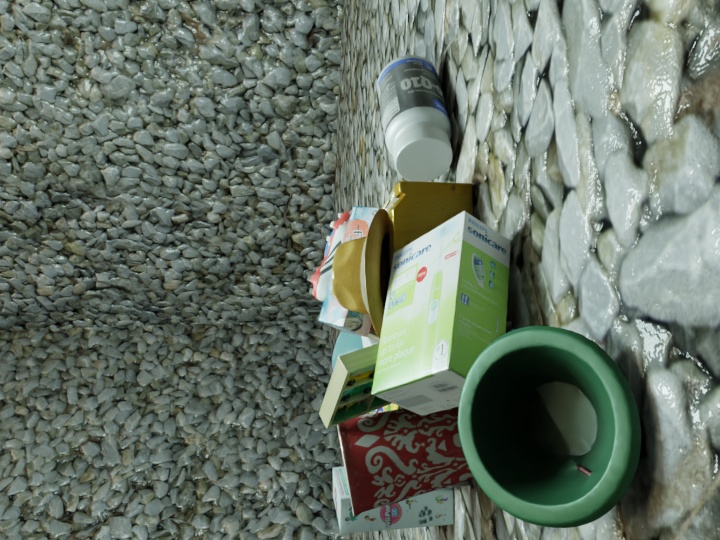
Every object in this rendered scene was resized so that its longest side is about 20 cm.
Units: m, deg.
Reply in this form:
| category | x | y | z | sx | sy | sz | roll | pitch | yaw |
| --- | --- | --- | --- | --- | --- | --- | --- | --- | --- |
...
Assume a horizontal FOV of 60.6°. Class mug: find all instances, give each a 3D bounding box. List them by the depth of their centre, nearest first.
| category | x | y | z | sx | sy | sz | roll | pitch | yaw |
| --- | --- | --- | --- | --- | --- | --- | --- | --- | --- |
| mug | 0.071 | 0.263 | 0.897 | 0.178 | 0.195 | 0.137 | 91 | 167 | -71 |

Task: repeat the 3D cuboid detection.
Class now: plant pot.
| category | x | y | z | sx | sy | sz | roll | pitch | yaw |
| --- | --- | --- | --- | --- | --- | --- | --- | --- | --- |
| plant pot | 0.014 | 0.190 | 1.344 | 0.200 | 0.132 | 0.205 | 13 | -90 | -76 |

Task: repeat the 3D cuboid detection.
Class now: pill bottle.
| category | x | y | z | sx | sy | sz | roll | pitch | yaw |
| --- | --- | --- | --- | --- | --- | --- | --- | --- | --- |
| pill bottle | 0.091 | -0.253 | 1.031 | 0.115 | 0.111 | 0.204 | 99 | 167 | -53 |

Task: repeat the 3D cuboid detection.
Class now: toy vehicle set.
| category | x | y | z | sx | sy | sz | roll | pitch | yaw |
| --- | --- | --- | --- | --- | --- | --- | --- | --- | --- |
| toy vehicle set | 0.043 | 0.141 | 0.851 | 0.027 | 0.196 | 0.126 | 52 | 142 | 33 |

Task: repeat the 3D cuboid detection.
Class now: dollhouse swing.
| category | x | y | z | sx | sy | sz | roll | pitch | yaw |
| --- | --- | --- | --- | --- | --- | --- | --- | --- | --- |
| dollhouse swing | 0.087 | -0.024 | 0.955 | 0.175 | 0.178 | 0.206 | 1 | 92 | 63 |

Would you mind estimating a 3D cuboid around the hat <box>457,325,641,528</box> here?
| category | x | y | z | sx | sy | sz | roll | pitch | yaw |
| --- | --- | --- | --- | --- | --- | --- | --- | --- | --- |
| hat | 0.203 | 0.147 | 0.598 | 0.197 | 0.174 | 0.170 | -13 | 73 | 44 |

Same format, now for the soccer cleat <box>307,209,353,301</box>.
| category | x | y | z | sx | sy | sz | roll | pitch | yaw |
| --- | --- | --- | --- | --- | --- | --- | --- | --- | --- |
| soccer cleat | -0.028 | -0.026 | 1.110 | 0.069 | 0.083 | 0.203 | 86 | -159 | -50 |

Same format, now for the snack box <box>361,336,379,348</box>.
| category | x | y | z | sx | sy | sz | roll | pitch | yaw |
| --- | --- | --- | --- | --- | --- | --- | --- | --- | --- |
| snack box | 0.028 | 0.177 | 1.119 | 0.072 | 0.024 | 0.203 | -118 | 14 | -48 |

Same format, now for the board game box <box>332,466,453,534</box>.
| category | x | y | z | sx | sy | sz | roll | pitch | yaw |
| --- | --- | --- | --- | --- | --- | --- | --- | --- | --- |
| board game box | 0.053 | 0.399 | 1.099 | 0.147 | 0.195 | 0.066 | -163 | 72 | -82 |

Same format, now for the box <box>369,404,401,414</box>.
| category | x | y | z | sx | sy | sz | roll | pitch | yaw |
| --- | --- | --- | --- | --- | --- | --- | --- | --- | --- |
| box | 0.076 | 0.178 | 0.988 | 0.064 | 0.069 | 0.204 | 42 | 124 | 49 |

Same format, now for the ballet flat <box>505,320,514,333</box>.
| category | x | y | z | sx | sy | sz | roll | pitch | yaw |
| --- | --- | --- | --- | --- | --- | --- | --- | --- | --- |
| ballet flat | 0.142 | 0.108 | 0.809 | 0.067 | 0.068 | 0.202 | 43 | 151 | 20 |

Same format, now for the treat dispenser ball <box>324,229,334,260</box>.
| category | x | y | z | sx | sy | sz | roll | pitch | yaw |
| --- | --- | --- | --- | --- | --- | --- | --- | --- | --- |
| treat dispenser ball | 0.022 | -0.022 | 1.273 | 0.201 | 0.195 | 0.207 | 179 | 90 | -82 |

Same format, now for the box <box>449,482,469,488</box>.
| category | x | y | z | sx | sy | sz | roll | pitch | yaw |
| --- | --- | --- | --- | --- | --- | --- | --- | --- | --- |
| box | 0.113 | 0.247 | 1.027 | 0.155 | 0.040 | 0.205 | -23 | 66 | 59 |

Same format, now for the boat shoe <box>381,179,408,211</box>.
| category | x | y | z | sx | sy | sz | roll | pitch | yaw |
| --- | --- | --- | --- | --- | --- | --- | --- | --- | --- |
| boat shoe | 0.050 | -0.073 | 1.109 | 0.201 | 0.072 | 0.064 | -53 | 53 | 39 |

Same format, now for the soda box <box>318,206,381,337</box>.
| category | x | y | z | sx | sy | sz | roll | pitch | yaw |
| --- | --- | --- | --- | --- | --- | --- | --- | --- | --- |
| soda box | 0.000 | 0.000 | 1.014 | 0.063 | 0.068 | 0.205 | 8 | 78 | 43 |

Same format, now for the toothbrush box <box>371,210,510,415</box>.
| category | x | y | z | sx | sy | sz | roll | pitch | yaw |
| --- | --- | --- | --- | --- | --- | --- | --- | --- | --- |
| toothbrush box | 0.099 | 0.055 | 0.749 | 0.145 | 0.085 | 0.204 | -30 | 40 | 50 |

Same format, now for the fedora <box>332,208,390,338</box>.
| category | x | y | z | sx | sy | sz | roll | pitch | yaw |
| --- | --- | --- | --- | --- | --- | --- | --- | --- | --- |
| fedora | 0.008 | 0.007 | 0.901 | 0.200 | 0.080 | 0.206 | -2 | -90 | -76 |

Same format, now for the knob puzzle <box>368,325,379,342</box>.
| category | x | y | z | sx | sy | sz | roll | pitch | yaw |
| --- | --- | --- | --- | --- | --- | --- | --- | --- | --- |
| knob puzzle | 0.048 | 0.057 | 1.091 | 0.222 | 0.214 | 0.031 | -101 | 19 | -52 |
